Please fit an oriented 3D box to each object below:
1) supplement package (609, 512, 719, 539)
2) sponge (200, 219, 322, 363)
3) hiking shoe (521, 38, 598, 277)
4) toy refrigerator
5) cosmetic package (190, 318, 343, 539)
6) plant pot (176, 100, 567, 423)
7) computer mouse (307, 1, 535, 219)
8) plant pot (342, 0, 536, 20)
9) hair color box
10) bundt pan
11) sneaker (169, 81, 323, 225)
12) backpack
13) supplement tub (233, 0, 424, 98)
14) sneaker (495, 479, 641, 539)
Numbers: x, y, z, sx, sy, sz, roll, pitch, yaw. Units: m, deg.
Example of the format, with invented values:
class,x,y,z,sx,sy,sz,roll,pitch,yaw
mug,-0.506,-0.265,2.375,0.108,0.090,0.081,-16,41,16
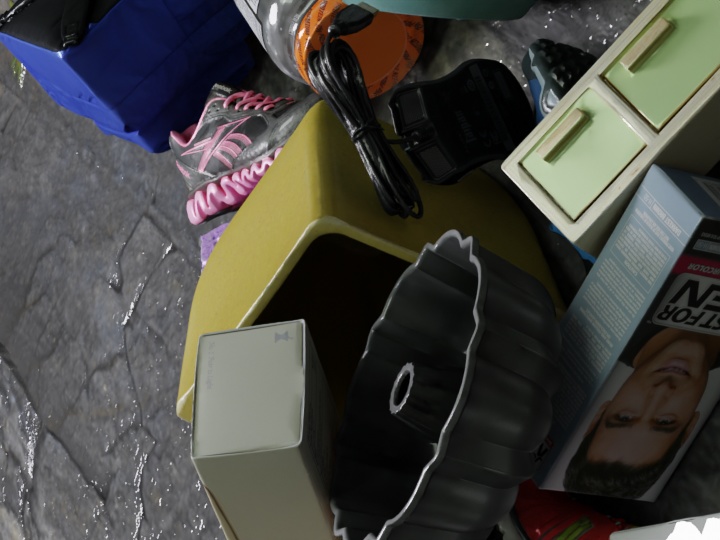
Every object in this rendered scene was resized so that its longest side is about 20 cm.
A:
class,x,y,z,sx,sy,sz,roll,pitch,yaw
supplement package,0.220,0.237,1.215,0.121,0.120,0.200,-19,66,52
sponge,-0.070,0.027,1.679,0.111,0.030,0.200,-27,43,24
hiking shoe,0.140,-0.064,1.442,0.087,0.074,0.200,-51,44,33
toy refrigerator,0.183,-0.104,1.334,0.200,0.070,0.076,-47,58,11
cosmetic package,-0.047,0.136,1.441,0.073,0.200,0.104,-8,46,10
plant pot,0.000,0.000,1.532,0.196,0.194,0.200,-53,27,32
computer mouse,0.033,-0.114,1.477,0.046,0.200,0.141,-26,94,37
plant pot,0.055,-0.254,1.513,0.200,0.200,0.161,20,108,54
hair color box,0.175,0.041,1.344,0.200,0.099,0.061,-62,40,24
bundt pan,0.057,0.082,1.339,0.202,0.076,0.202,-57,20,34
sneaker,-0.085,-0.109,1.742,0.200,0.079,0.096,-29,82,46
backpack,-0.168,-0.210,1.834,0.200,0.168,0.162,-49,38,-13
supplement tub,-0.035,-0.220,1.683,0.123,0.122,0.200,-60,41,25
sneaker,0.146,0.175,1.392,0.085,0.077,0.200,-37,55,19
